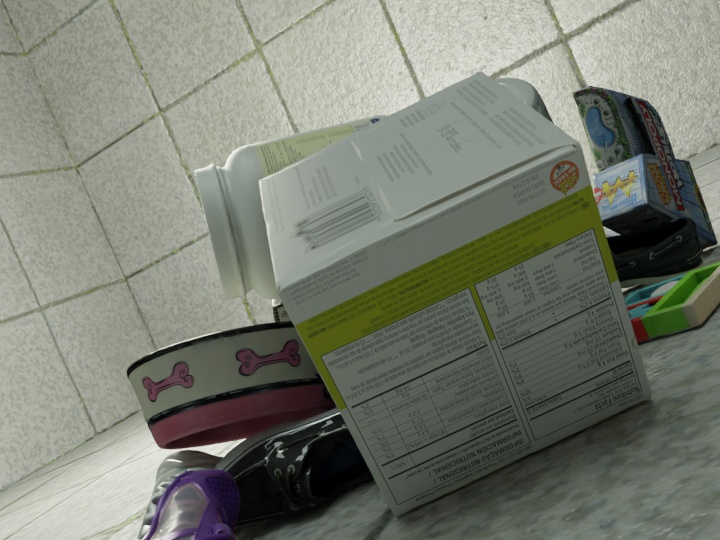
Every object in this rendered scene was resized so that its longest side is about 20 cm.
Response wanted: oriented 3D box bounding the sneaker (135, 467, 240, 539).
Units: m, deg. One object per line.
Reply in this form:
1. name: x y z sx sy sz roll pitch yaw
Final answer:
1. sneaker: -0.116 0.198 0.576 0.087 0.082 0.200 -18 8 16

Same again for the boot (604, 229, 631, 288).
1. boot: 0.231 -0.006 0.950 0.196 0.074 0.091 12 30 10

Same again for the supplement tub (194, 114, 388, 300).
1. supplement tub: -0.047 -0.057 0.792 0.196 0.148 0.145 -14 -1 -9

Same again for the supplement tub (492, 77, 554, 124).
1. supplement tub: 0.146 -0.064 0.776 0.121 0.201 0.124 -25 35 19

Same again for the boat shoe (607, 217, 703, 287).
1. boat shoe: 0.255 -0.016 0.861 0.195 0.067 0.075 -6 23 6

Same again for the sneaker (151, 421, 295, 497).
1. sneaker: -0.104 0.198 0.754 0.197 0.071 0.081 -20 28 16

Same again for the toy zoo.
1. toy zoo: 0.244 0.046 0.785 0.198 0.021 0.130 -26 1 42

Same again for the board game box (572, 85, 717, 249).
1. board game box: 0.311 -0.112 0.931 0.061 0.204 0.198 -22 -10 36

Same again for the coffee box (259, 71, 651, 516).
1. coffee box: 0.059 0.008 0.606 0.197 0.200 0.200 -25 27 3

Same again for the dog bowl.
1. dog bowl: -0.110 0.110 0.767 0.196 0.075 0.200 -13 -14 -3

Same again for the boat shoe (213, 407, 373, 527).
1. boat shoe: -0.040 0.164 0.686 0.196 0.071 0.066 -21 16 -4

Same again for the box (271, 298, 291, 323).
1. box: 0.000 0.000 0.891 0.196 0.049 0.194 -12 19 -5

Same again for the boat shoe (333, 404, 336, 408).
1. boat shoe: 0.063 0.105 0.754 0.197 0.073 0.072 -26 2 4
